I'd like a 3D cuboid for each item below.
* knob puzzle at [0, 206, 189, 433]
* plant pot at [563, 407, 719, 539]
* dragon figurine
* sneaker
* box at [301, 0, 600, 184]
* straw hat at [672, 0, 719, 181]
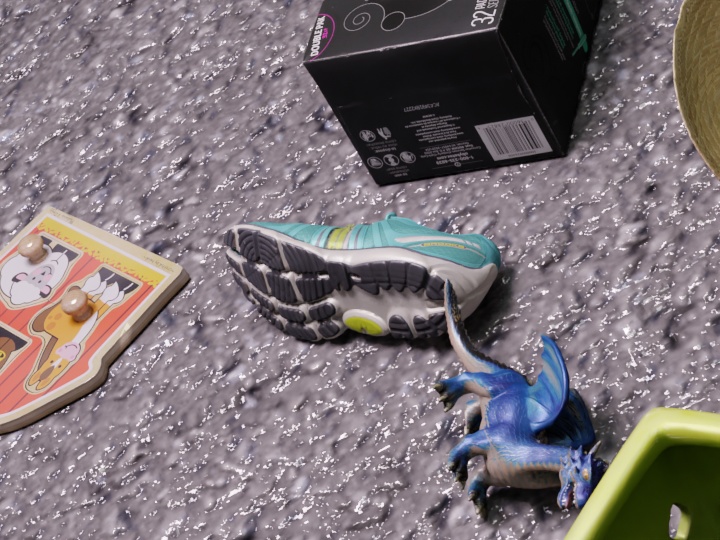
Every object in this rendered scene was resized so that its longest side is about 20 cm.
[{"bbox_3d":[-0.244,0.040,1.631,0.220,0.030,0.220,-18,41,17],"label":"knob puzzle"},{"bbox_3d":[0.195,0.204,1.042,0.199,0.182,0.200,12,55,40],"label":"plant pot"},{"bbox_3d":[0.100,0.079,1.337,0.099,0.059,0.200,-21,40,14],"label":"dragon figurine"},{"bbox_3d":[0.000,0.000,1.496,0.200,0.078,0.080,8,34,33],"label":"sneaker"},{"bbox_3d":[0.070,-0.179,1.581,0.149,0.124,0.200,-8,46,27],"label":"box"},{"bbox_3d":[0.253,-0.086,1.386,0.201,0.201,0.085,-62,6,-32],"label":"straw hat"}]
